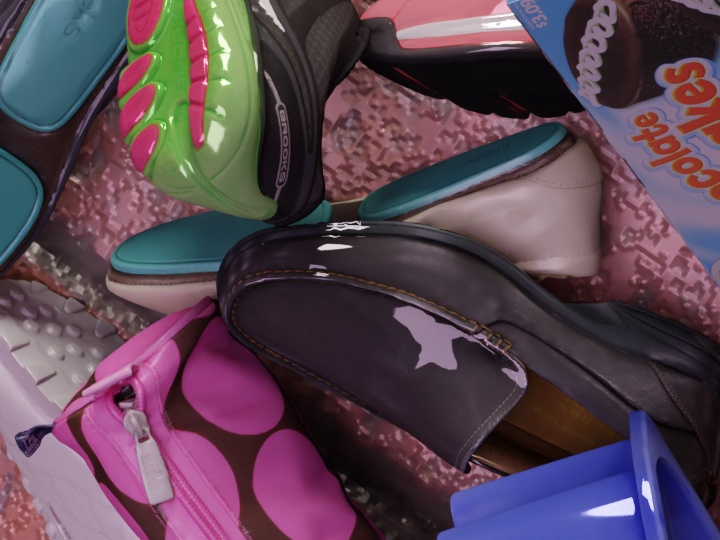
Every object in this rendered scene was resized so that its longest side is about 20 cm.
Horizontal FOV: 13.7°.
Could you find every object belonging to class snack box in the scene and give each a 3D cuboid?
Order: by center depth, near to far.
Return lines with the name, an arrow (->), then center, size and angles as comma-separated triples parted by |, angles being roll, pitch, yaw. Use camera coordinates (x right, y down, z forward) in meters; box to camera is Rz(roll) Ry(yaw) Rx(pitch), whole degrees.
snack box -> 0.142, -0.065, 1.021 | 0.116, 0.200, 0.037 | -20, 50, 21

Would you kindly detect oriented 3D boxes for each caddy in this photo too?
caddy -> 0.094, 0.149, 1.012 | 0.105, 0.141, 0.201 | -12, 97, 6

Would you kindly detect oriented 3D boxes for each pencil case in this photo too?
pencil case -> -0.031, 0.111, 1.093 | 0.091, 0.094, 0.200 | -38, 89, -1

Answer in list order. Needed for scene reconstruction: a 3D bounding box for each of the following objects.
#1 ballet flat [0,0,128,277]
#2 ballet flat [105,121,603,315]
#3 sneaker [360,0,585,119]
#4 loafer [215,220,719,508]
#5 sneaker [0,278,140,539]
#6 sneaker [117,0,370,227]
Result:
ballet flat -> -0.138, -0.057, 1.163 | 0.073, 0.073, 0.200 | 38, 99, 8
ballet flat -> 0.000, 0.000, 1.137 | 0.199, 0.069, 0.070 | -14, 96, 20
sneaker -> 0.090, -0.112, 1.091 | 0.199, 0.074, 0.087 | -9, 69, 26
loafer -> 0.042, 0.038, 1.083 | 0.199, 0.072, 0.073 | 15, 134, -7
sneaker -> -0.098, 0.088, 1.184 | 0.200, 0.076, 0.081 | 46, 120, 6
sneaker -> -0.041, -0.100, 1.092 | 0.077, 0.084, 0.201 | -21, 51, 35
